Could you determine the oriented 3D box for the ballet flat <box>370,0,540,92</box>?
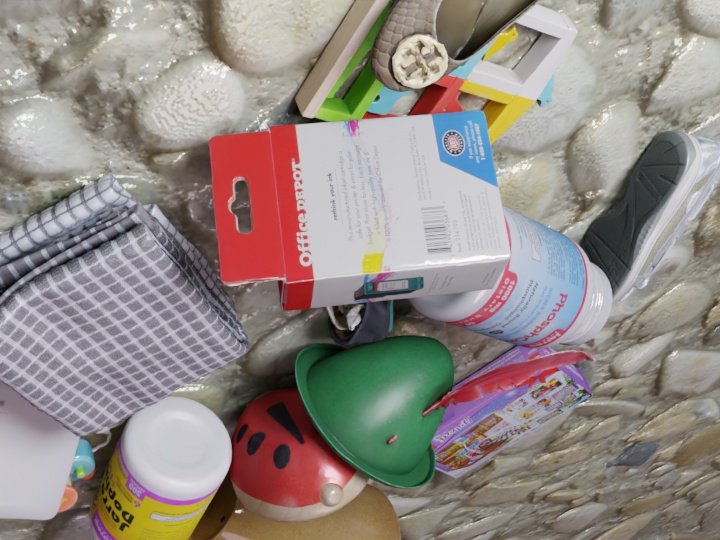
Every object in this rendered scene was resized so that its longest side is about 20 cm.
[{"bbox_3d":[0.092,-0.181,0.658,0.199,0.046,0.067,-37,135,2],"label":"ballet flat"}]

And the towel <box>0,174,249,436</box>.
[{"bbox_3d":[-0.193,0.037,0.782,0.164,0.086,0.200,-27,145,4],"label":"towel"}]

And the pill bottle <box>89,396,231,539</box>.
[{"bbox_3d":[-0.201,0.218,0.998,0.103,0.105,0.201,1,138,-30],"label":"pill bottle"}]

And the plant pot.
[{"bbox_3d":[-0.088,0.282,1.107,0.186,0.187,0.200,-37,129,20],"label":"plant pot"}]

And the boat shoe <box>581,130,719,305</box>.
[{"bbox_3d":[0.265,-0.040,0.951,0.064,0.075,0.203,2,132,-24],"label":"boat shoe"}]

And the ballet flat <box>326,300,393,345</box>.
[{"bbox_3d":[0.000,0.000,0.858,0.072,0.074,0.201,-12,146,-14],"label":"ballet flat"}]

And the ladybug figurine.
[{"bbox_3d":[-0.060,0.163,0.960,0.135,0.200,0.073,-28,110,-18],"label":"ladybug figurine"}]

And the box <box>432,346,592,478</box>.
[{"bbox_3d":[0.151,0.159,1.176,0.199,0.039,0.137,-35,144,16],"label":"box"}]

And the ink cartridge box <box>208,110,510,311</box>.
[{"bbox_3d":[-0.004,-0.041,0.735,0.198,0.117,0.067,-5,161,-7],"label":"ink cartridge box"}]

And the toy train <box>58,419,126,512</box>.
[{"bbox_3d":[-0.308,0.167,0.914,0.199,0.056,0.150,9,134,-37],"label":"toy train"}]

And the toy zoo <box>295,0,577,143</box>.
[{"bbox_3d":[0.067,-0.145,0.744,0.199,0.021,0.131,9,134,-37],"label":"toy zoo"}]

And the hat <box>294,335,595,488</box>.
[{"bbox_3d":[0.065,0.077,0.926,0.176,0.166,0.199,-45,158,21],"label":"hat"}]

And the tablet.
[{"bbox_3d":[-0.323,0.139,0.841,0.199,0.014,0.131,15,93,-41],"label":"tablet"}]

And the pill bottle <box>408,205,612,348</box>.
[{"bbox_3d":[0.135,0.008,0.906,0.199,0.109,0.109,18,128,-43],"label":"pill bottle"}]
